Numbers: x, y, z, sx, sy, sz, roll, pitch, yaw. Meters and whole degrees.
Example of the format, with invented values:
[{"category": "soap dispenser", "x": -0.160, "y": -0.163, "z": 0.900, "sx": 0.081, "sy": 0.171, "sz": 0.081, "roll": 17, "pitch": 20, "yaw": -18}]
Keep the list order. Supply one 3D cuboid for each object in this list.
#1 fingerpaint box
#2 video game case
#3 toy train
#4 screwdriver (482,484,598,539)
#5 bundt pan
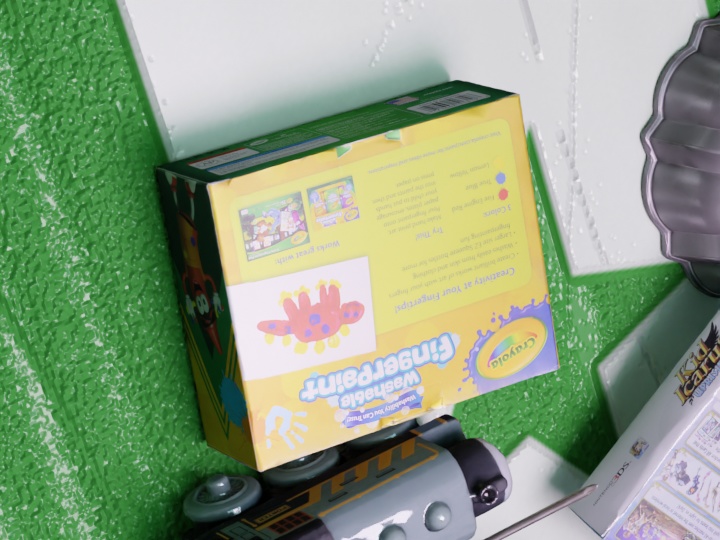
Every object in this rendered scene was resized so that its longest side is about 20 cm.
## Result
[{"category": "fingerpaint box", "x": 0.000, "y": 0.000, "z": 1.645, "sx": 0.199, "sy": 0.073, "sz": 0.167, "roll": -18, "pitch": 108, "yaw": -25}, {"category": "video game case", "x": 0.245, "y": 0.120, "z": 1.795, "sx": 0.200, "sy": 0.045, "sz": 0.182, "roll": 36, "pitch": 91, "yaw": -40}, {"category": "toy train", "x": -0.011, "y": 0.142, "z": 1.645, "sx": 0.199, "sy": 0.114, "sz": 0.086, "roll": -23, "pitch": 112, "yaw": -24}, {"category": "screwdriver", "x": 0.056, "y": 0.158, "z": 1.666, "sx": 0.200, "sy": 0.029, "sz": 0.028, "roll": -36, "pitch": 144, "yaw": 29}, {"category": "bundt pan", "x": 0.272, "y": -0.070, "z": 1.788, "sx": 0.201, "sy": 0.076, "sz": 0.203, "roll": -6, "pitch": 102, "yaw": -29}]
